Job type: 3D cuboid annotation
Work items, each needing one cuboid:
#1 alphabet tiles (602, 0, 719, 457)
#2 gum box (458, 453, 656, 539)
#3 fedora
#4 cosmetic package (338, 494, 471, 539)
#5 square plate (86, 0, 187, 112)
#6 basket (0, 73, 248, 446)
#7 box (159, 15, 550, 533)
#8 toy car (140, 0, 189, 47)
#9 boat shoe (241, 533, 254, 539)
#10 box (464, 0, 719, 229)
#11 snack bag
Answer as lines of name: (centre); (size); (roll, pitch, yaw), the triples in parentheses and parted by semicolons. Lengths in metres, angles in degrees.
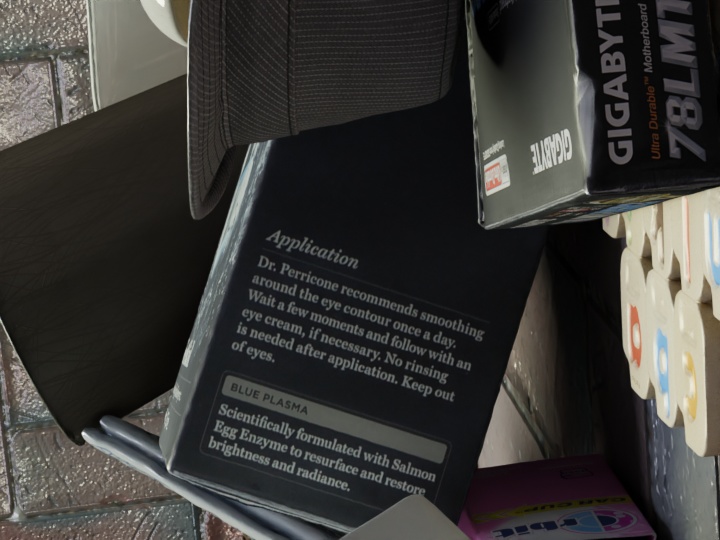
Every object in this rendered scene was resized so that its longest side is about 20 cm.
alphabet tiles: (0.100, -0.048, 0.829); (0.200, 0.014, 0.197); (-125, 32, -78)
gum box: (0.081, 0.185, 1.017); (0.114, 0.066, 0.202); (-116, 20, -78)
fedora: (-0.007, -0.114, 0.870); (0.178, 0.090, 0.201); (93, 179, -48)
cosmetic package: (0.018, 0.219, 0.849); (0.200, 0.167, 0.167); (41, 147, 36)
square plate: (-0.063, -0.196, 1.397); (0.028, 0.199, 0.199); (46, 147, 47)
basket: (-0.073, -0.029, 1.223); (0.137, 0.199, 0.180); (64, 179, -24)
box: (0.000, 0.000, 1.061); (0.197, 0.117, 0.201); (167, 121, -84)
toy car: (-0.021, -0.197, 1.313); (0.150, 0.174, 0.201); (-49, -37, -40)
boat shoe: (-0.101, 0.386, 3.075); (0.201, 0.072, 0.073); (-102, 8, -47)
box: (0.065, -0.117, 0.827); (0.200, 0.049, 0.200); (167, 100, -85)
snack bag: (-0.018, 0.129, 1.221); (0.022, 0.188, 0.200); (-62, -21, -3)
